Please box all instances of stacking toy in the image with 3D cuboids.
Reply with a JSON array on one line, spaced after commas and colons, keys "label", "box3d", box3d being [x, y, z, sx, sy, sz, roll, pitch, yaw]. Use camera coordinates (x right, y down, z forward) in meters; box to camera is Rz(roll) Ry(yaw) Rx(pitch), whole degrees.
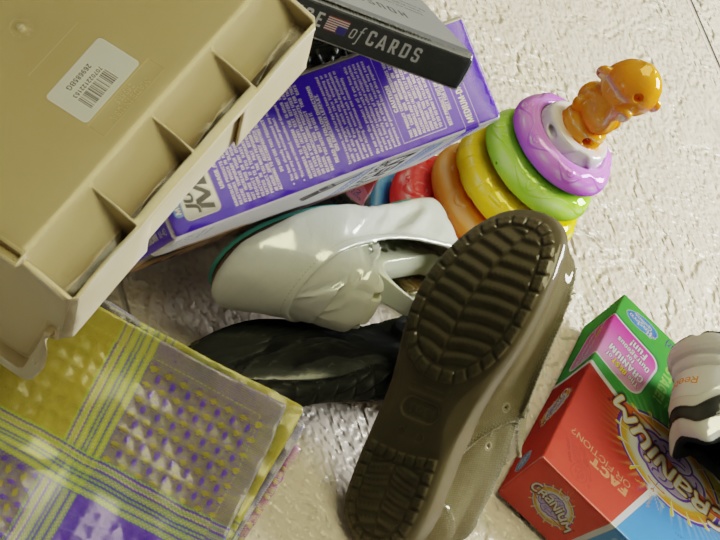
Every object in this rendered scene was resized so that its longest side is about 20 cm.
[{"label": "stacking toy", "box3d": [0.102, -0.060, 1.634, 0.116, 0.200, 0.110, 32, 36, -21]}]

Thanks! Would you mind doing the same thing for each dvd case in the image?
[{"label": "dvd case", "box3d": [-0.042, -0.162, 1.439, 0.150, 0.025, 0.200, 18, 20, -29]}]

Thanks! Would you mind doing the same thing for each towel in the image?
[{"label": "towel", "box3d": [-0.128, 0.109, 1.248, 0.143, 0.023, 0.200, 31, 66, 1]}]

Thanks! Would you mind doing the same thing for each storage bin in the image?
[{"label": "storage bin", "box3d": [-0.155, -0.086, 1.272, 0.198, 0.094, 0.200, 34, 61, 10]}]

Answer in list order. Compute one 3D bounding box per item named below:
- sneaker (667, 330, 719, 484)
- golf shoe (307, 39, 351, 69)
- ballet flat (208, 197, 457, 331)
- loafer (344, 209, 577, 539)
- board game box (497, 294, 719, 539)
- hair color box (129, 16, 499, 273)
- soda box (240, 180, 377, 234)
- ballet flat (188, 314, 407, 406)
[{"label": "sneaker", "box3d": [0.258, 0.120, 1.686, 0.199, 0.074, 0.080, 30, 51, -17]}, {"label": "golf shoe", "box3d": [-0.030, -0.153, 1.569, 0.200, 0.078, 0.095, 14, 42, -48]}, {"label": "ballet flat", "box3d": [0.000, 0.000, 1.520, 0.200, 0.069, 0.070, -12, 64, -55]}, {"label": "loafer", "box3d": [0.057, 0.062, 1.499, 0.076, 0.201, 0.067, 29, 0, 36]}, {"label": "board game box", "box3d": [0.173, 0.122, 1.672, 0.153, 0.040, 0.200, 44, 33, -6]}, {"label": "hair color box", "box3d": [-0.039, -0.064, 1.477, 0.199, 0.109, 0.065, -20, 87, -24]}, {"label": "soda box", "box3d": [-0.084, -0.095, 1.575, 0.200, 0.070, 0.063, 43, 31, -8]}, {"label": "ballet flat", "box3d": [-0.019, 0.059, 1.513, 0.199, 0.057, 0.066, -2, 32, -43]}]
